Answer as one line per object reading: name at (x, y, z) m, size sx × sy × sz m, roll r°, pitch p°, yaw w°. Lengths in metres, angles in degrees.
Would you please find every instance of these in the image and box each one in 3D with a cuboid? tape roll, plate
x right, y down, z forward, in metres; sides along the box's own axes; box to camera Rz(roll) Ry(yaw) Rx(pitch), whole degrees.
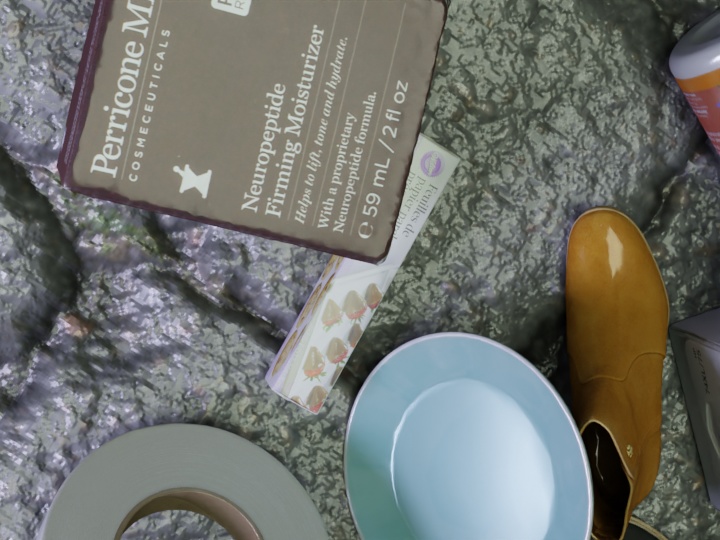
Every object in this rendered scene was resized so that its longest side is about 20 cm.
tape roll at (-0.114, 0.198, 1.001) m, size 0.200 × 0.037 × 0.205 m, roll 11°, pitch 58°, yaw -18°
plate at (0.073, 0.140, 1.041) m, size 0.025 × 0.198 × 0.203 m, roll -9°, pitch 103°, yaw -52°

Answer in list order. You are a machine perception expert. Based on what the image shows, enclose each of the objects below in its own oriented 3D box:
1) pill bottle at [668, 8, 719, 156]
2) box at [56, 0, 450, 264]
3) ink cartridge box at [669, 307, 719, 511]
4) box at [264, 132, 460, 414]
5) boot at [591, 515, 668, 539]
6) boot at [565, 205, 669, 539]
pill bottle at (0.307, -0.091, 1.072) m, size 0.112 × 0.112 × 0.201 m, roll -35°, pitch 103°, yaw -5°
box at (-0.073, -0.112, 0.959) m, size 0.197 × 0.164 × 0.168 m, roll 13°, pitch 95°, yaw -14°
ink cartridge box at (0.346, 0.088, 1.089) m, size 0.198 × 0.146 × 0.149 m, roll -18°, pitch 101°, yaw -9°
box at (0.000, 0.000, 1.056) m, size 0.038 × 0.041 × 0.202 m, roll 29°, pitch 92°, yaw -15°
boot at (0.218, 0.232, 1.086) m, size 0.198 × 0.138 × 0.078 m, roll 17°, pitch 95°, yaw -13°
boot at (0.169, 0.069, 1.046) m, size 0.070 × 0.144 × 0.204 m, roll -6°, pitch 104°, yaw 19°
